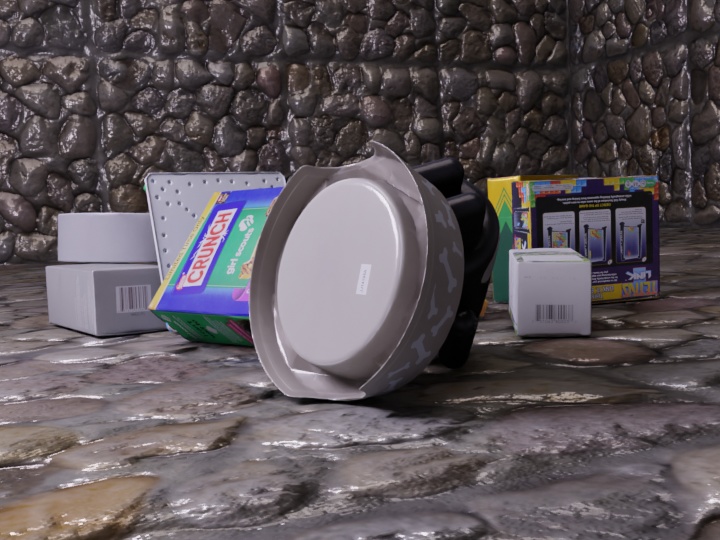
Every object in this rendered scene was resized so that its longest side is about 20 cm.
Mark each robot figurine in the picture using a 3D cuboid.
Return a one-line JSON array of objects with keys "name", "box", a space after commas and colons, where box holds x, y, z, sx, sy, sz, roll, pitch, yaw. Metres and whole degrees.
[{"name": "robot figurine", "box": [0.054, -0.006, 0.789, 0.124, 0.151, 0.201, 15, -36, 8]}]

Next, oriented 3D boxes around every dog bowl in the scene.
[{"name": "dog bowl", "box": [-0.004, 0.005, 0.679, 0.058, 0.202, 0.199, 14, -8, -41]}]

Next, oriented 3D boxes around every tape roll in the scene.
[{"name": "tape roll", "box": [-0.322, -0.045, 1.251, 0.198, 0.067, 0.200, 0, 2, 0]}]

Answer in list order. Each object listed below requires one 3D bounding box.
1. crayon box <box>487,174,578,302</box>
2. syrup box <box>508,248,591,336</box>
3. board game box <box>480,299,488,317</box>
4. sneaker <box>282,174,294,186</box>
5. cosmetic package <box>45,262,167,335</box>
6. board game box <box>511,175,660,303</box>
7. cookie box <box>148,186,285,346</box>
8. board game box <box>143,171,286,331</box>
[{"name": "crayon box", "box": [0.259, -0.050, 1.295, 0.058, 0.175, 0.199, 1, 6, 36]}, {"name": "syrup box", "box": [0.211, 0.020, 1.011, 0.078, 0.082, 0.200, 0, 4, 7]}, {"name": "board game box", "box": [0.061, 0.006, 1.118, 0.198, 0.030, 0.096, 21, 3, -1]}, {"name": "sneaker", "box": [-0.031, -0.066, 1.248, 0.198, 0.071, 0.078, 23, -42, -5]}, {"name": "cosmetic package", "box": [-0.333, 0.033, 1.165, 0.106, 0.091, 0.199, -4, 2, -34]}, {"name": "board game box", "box": [0.301, -0.040, 1.186, 0.198, 0.167, 0.057, -4, 7, -17]}, {"name": "cookie box", "box": [-0.109, -0.005, 0.968, 0.199, 0.172, 0.075, 0, -36, 39]}, {"name": "board game box", "box": [-0.172, -0.027, 1.148, 0.198, 0.202, 0.026, -5, -12, -34]}]
